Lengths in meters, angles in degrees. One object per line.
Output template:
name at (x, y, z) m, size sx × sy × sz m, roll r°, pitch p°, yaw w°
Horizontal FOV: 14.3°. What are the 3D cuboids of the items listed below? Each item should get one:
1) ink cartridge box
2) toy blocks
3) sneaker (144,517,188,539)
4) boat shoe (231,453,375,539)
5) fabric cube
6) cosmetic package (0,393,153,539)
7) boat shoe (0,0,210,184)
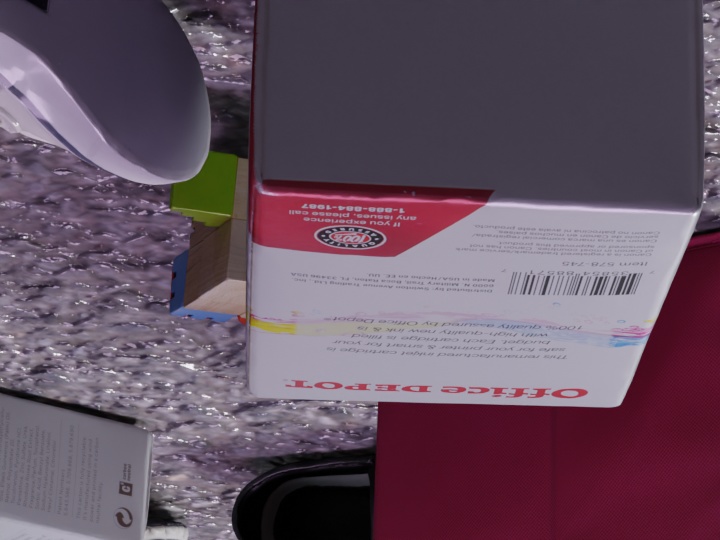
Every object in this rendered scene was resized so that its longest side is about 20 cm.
ink cartridge box at (0.033, -0.050, 0.998) m, size 0.144 × 0.145 × 0.200 m, roll 2°, pitch 158°, yaw -3°
toy blocks at (0.000, 0.000, 1.222) m, size 0.199 × 0.101 × 0.137 m, roll 8°, pitch 169°, yaw -17°
sneaker at (-0.142, 0.194, 1.715) m, size 0.077 × 0.080 × 0.200 m, roll 2°, pitch 158°, yaw -1°
boat shoe at (0.025, 0.137, 1.565) m, size 0.200 × 0.074 × 0.063 m, roll -5°, pitch 166°, yaw 27°
fabric cube at (0.132, 0.119, 1.347) m, size 0.199 × 0.201 × 0.196 m, roll -12°, pitch 156°, yaw 30°
cosmetic package at (-0.220, 0.106, 1.511) m, size 0.199 × 0.074 × 0.102 m, roll 18°, pitch 153°, yaw -31°
boat shoe at (-0.133, -0.085, 1.027) m, size 0.065 × 0.072 × 0.200 m, roll -9°, pitch 156°, yaw 36°
